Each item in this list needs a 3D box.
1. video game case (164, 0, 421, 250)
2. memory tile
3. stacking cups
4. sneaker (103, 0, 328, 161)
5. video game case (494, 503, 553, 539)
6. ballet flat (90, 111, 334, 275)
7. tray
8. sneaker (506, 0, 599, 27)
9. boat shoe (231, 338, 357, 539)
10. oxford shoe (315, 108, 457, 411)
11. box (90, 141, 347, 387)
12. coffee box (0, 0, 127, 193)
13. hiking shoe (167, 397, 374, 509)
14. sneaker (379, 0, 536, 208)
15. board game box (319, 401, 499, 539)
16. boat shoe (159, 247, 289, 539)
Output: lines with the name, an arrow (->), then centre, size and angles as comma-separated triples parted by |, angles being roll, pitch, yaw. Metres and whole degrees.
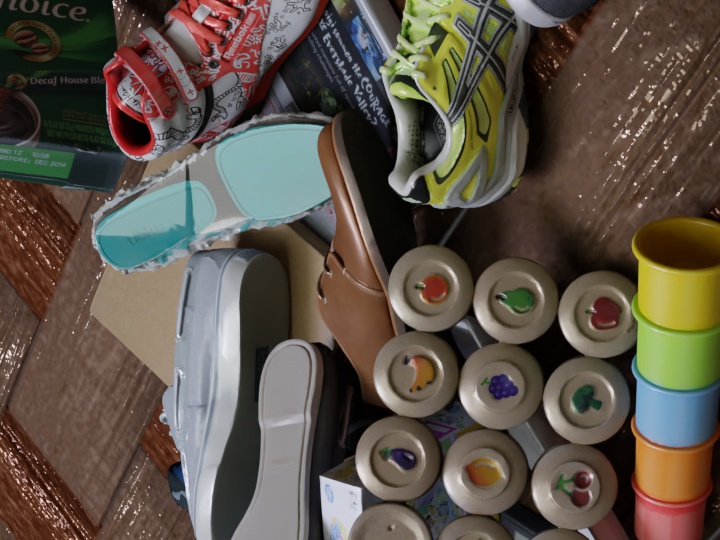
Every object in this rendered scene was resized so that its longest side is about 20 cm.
video game case -> -0.030, -0.116, 1.224 | 0.182, 0.023, 0.201 | -32, 86, 51
memory tile -> 0.077, 0.091, 1.106 | 0.152, 0.017, 0.201 | 9, 90, 5
stacking cups -> 0.181, 0.071, 1.079 | 0.060, 0.060, 0.201 | 22, 129, 38
sneaker -> -0.090, -0.144, 1.170 | 0.067, 0.108, 0.202 | 49, 138, 16
video game case -> 0.075, 0.229, 1.305 | 0.142, 0.019, 0.201 | 30, 131, 33
ballet flat -> -0.083, -0.057, 1.232 | 0.199, 0.072, 0.072 | -18, 98, 21
tray -> 0.116, 0.112, 1.166 | 0.201, 0.022, 0.107 | 59, 176, 4
sneaker -> 0.090, -0.235, 0.999 | 0.112, 0.073, 0.201 | -24, 101, 47
boat shoe -> -0.037, 0.143, 1.189 | 0.067, 0.057, 0.201 | -6, 68, 41
oxford shoe -> 0.000, 0.000, 1.172 | 0.071, 0.071, 0.201 | -6, 113, 23
box -> -0.089, 0.020, 1.299 | 0.200, 0.021, 0.164 | 40, 120, 27
coffee box -> -0.221, -0.146, 1.266 | 0.044, 0.122, 0.201 | 121, 149, -46
hiking shoe -> -0.070, 0.109, 1.363 | 0.199, 0.074, 0.087 | -25, 85, 41
sneaker -> 0.053, -0.130, 1.079 | 0.075, 0.076, 0.201 | 10, 109, 45
board game box -> 0.036, 0.199, 1.209 | 0.034, 0.134, 0.201 | 12, 115, 39
boat shoe -> -0.092, 0.084, 1.258 | 0.071, 0.070, 0.202 | 9, 97, 38
